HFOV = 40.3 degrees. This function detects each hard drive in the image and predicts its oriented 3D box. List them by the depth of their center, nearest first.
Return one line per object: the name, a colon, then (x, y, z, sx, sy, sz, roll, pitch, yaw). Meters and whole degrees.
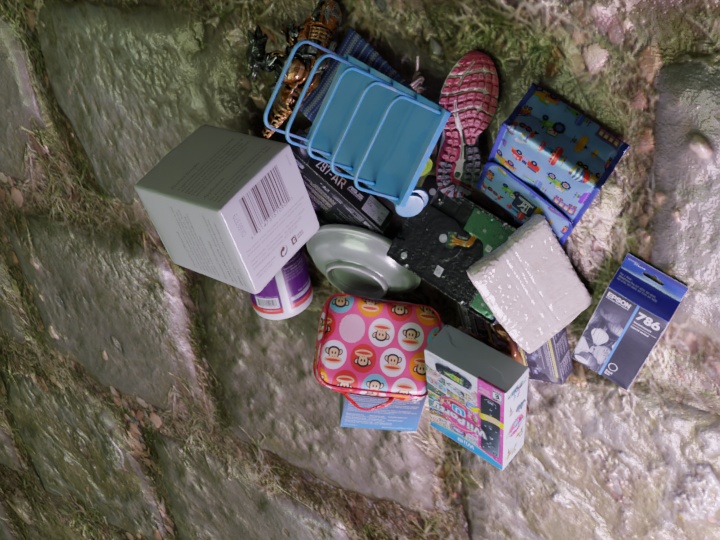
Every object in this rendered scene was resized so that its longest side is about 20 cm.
hard drive: (0.151, -0.032, 1.439, 0.199, 0.038, 0.141, 33, 105, 22)

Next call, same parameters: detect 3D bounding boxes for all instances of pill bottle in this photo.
pill bottle: (-0.152, -0.023, 1.694, 0.111, 0.112, 0.202, 11, 128, 32)

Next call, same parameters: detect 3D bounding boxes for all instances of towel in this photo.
towel: (0.003, -0.224, 1.371, 0.200, 0.024, 0.145, 50, 116, 28)
towel: (0.239, 0.021, 1.372, 0.200, 0.132, 0.035, 51, 180, -39)

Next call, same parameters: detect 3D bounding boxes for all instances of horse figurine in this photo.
horse figurine: (0.207, 0.148, 1.517, 0.131, 0.050, 0.202, 28, 141, 23)

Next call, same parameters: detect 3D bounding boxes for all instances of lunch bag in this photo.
lunch bag: (0.244, -0.126, 1.327, 0.150, 0.094, 0.201, 35, 150, 9)
lunch bag: (0.026, 0.135, 1.561, 0.197, 0.179, 0.082, 10, 171, -7)

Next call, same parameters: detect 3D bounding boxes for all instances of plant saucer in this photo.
plant saucer: (0.000, 0.000, 1.576, 0.197, 0.051, 0.201, 16, 155, 8)

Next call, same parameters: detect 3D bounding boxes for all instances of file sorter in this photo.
file sorter: (-0.012, -0.198, 1.294, 0.199, 0.122, 0.140, 36, 106, 33)

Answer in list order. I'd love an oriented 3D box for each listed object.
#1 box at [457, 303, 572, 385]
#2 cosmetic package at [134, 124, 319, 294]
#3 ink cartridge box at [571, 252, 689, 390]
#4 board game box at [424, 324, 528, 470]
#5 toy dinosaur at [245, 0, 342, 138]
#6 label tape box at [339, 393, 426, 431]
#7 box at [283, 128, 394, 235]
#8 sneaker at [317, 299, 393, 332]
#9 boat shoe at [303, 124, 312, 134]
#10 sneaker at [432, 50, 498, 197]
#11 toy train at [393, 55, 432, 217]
box: (0.231, 0.075, 1.510, 0.159, 0.049, 0.202, 6, 126, 37)
cosmetic package: (-0.202, -0.098, 1.503, 0.198, 0.165, 0.166, 18, 142, 38)
ink cartridge box: (0.380, 0.077, 1.399, 0.099, 0.039, 0.202, 31, 136, 17)
board game box: (0.177, 0.195, 1.501, 0.146, 0.064, 0.202, 28, 147, 29)
toy dinosaur: (-0.098, -0.294, 1.403, 0.135, 0.201, 0.102, 27, 164, 44)
label tape box: (0.045, 0.190, 1.695, 0.141, 0.067, 0.202, 5, 131, -7)
box: (-0.064, -0.116, 1.550, 0.199, 0.044, 0.160, 41, 151, -12)
sneaker: (0.012, 0.106, 1.683, 0.198, 0.086, 0.081, -1, 124, 39)
boat shoe: (-0.030, -0.216, 1.483, 0.069, 0.057, 0.199, 44, 143, -15)
sneaker: (0.135, -0.205, 1.350, 0.079, 0.075, 0.203, 7, 121, -7)
toy train: (0.070, -0.182, 1.370, 0.202, 0.083, 0.117, 103, 157, -44)
